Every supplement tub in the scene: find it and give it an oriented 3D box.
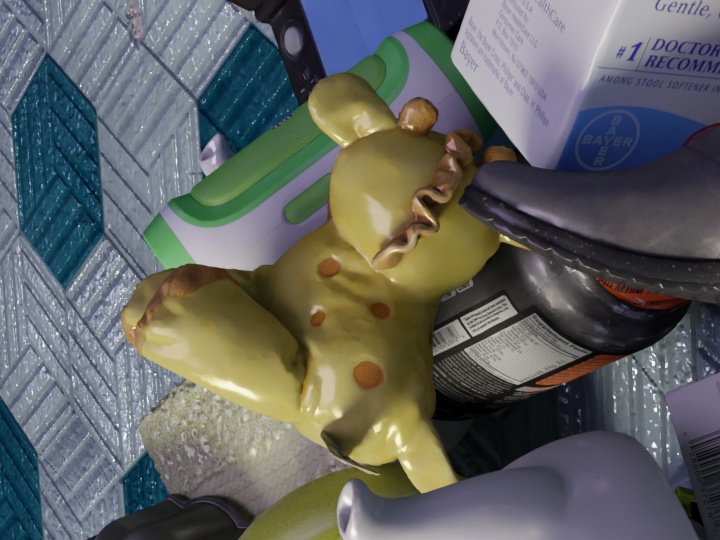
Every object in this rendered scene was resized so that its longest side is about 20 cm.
[{"bbox_3d":[0.093,-0.001,0.914,0.200,0.122,0.123,-31,71,51],"label":"supplement tub"}]

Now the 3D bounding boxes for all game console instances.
[{"bbox_3d":[-0.040,-0.187,1.072,0.200,0.118,0.173,-41,63,50],"label":"game console"}]

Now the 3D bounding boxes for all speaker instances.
[{"bbox_3d":[-0.021,-0.052,0.973,0.089,0.200,0.088,53,177,4],"label":"speaker"}]

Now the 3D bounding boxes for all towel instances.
[{"bbox_3d":[-0.043,0.105,0.974,0.200,0.036,0.149,-34,78,40],"label":"towel"}]

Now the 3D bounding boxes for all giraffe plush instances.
[{"bbox_3d":[0.000,0.000,0.821,0.200,0.172,0.163,20,83,59],"label":"giraffe plush"}]

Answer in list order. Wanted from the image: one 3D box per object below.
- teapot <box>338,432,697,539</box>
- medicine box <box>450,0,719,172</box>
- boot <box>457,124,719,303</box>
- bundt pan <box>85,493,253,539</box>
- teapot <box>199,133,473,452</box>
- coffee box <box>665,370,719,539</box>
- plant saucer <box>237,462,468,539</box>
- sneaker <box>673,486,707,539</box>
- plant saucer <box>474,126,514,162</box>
[{"bbox_3d":[0.086,0.178,0.748,0.197,0.145,0.201,65,-179,-72],"label":"teapot"},{"bbox_3d":[0.162,-0.140,0.727,0.103,0.181,0.201,60,140,45],"label":"medicine box"},{"bbox_3d":[0.146,-0.051,0.661,0.199,0.070,0.132,14,91,14],"label":"boot"},{"bbox_3d":[-0.114,0.229,0.970,0.201,0.076,0.203,2,93,43],"label":"bundt pan"},{"bbox_3d":[-0.025,0.045,1.067,0.200,0.145,0.198,46,131,39],"label":"teapot"},{"bbox_3d":[0.241,0.053,0.723,0.200,0.113,0.080,-32,70,51],"label":"coffee box"},{"bbox_3d":[0.016,0.200,0.887,0.031,0.199,0.201,-172,76,-84],"label":"plant saucer"},{"bbox_3d":[0.154,0.196,0.928,0.083,0.071,0.201,-77,2,-50],"label":"sneaker"},{"bbox_3d":[0.093,-0.091,0.988,0.200,0.019,0.070,-7,90,54],"label":"plant saucer"}]
